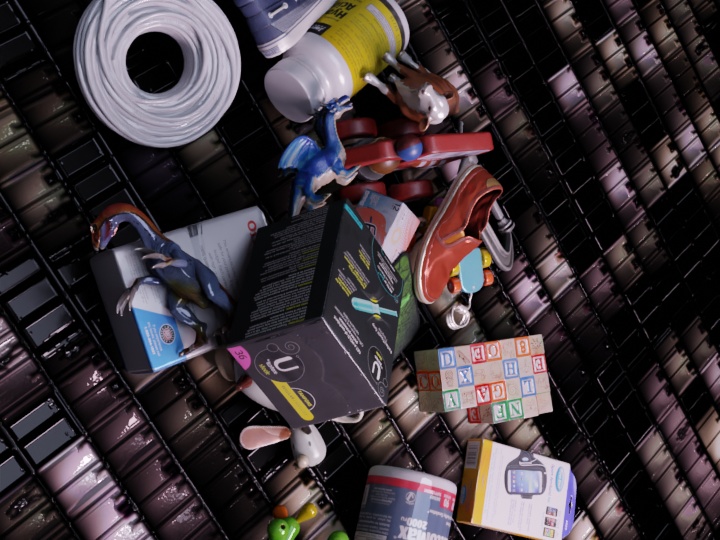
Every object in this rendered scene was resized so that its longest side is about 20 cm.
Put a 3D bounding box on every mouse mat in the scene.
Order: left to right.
[{"bbox_3d":[0.017,0.089,1.392,0.200,0.008,0.161,-48,145,-29],"label":"mouse mat"}]

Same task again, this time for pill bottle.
[{"bbox_3d":[-0.033,-0.284,1.408,0.200,0.111,0.111,-46,108,-31],"label":"pill bottle"},{"bbox_3d":[0.049,0.362,1.359,0.119,0.119,0.201,22,71,-30],"label":"pill bottle"}]

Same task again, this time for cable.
[{"bbox_3d":[-0.244,-0.250,1.264,0.199,0.069,0.201,26,86,-27],"label":"cable"}]

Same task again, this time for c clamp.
[{"bbox_3d":[0.184,-0.104,1.546,0.201,0.027,0.171,61,24,-21],"label":"c clamp"}]

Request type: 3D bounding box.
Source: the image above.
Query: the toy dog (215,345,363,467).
[{"bbox_3d":[-0.103,0.166,1.291,0.200,0.132,0.096,45,31,-11],"label":"toy dog"}]

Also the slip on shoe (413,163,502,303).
[{"bbox_3d":[0.129,-0.043,1.419,0.074,0.061,0.201,8,110,-56],"label":"slip on shoe"}]

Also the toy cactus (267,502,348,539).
[{"bbox_3d":[-0.109,0.374,1.280,0.199,0.102,0.166,-13,108,-37],"label":"toy cactus"}]

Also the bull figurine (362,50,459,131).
[{"bbox_3d":[0.076,-0.235,1.397,0.121,0.200,0.065,40,104,7],"label":"bull figurine"}]

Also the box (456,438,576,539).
[{"bbox_3d":[0.232,0.324,1.538,0.199,0.041,0.120,21,71,-32],"label":"box"}]

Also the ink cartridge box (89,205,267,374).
[{"bbox_3d":[-0.198,0.022,1.263,0.199,0.086,0.147,-20,94,-36],"label":"ink cartridge box"}]

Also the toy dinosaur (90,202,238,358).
[{"bbox_3d":[-0.215,0.002,1.182,0.182,0.105,0.200,62,23,0],"label":"toy dinosaur"}]

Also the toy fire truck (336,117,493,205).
[{"bbox_3d":[0.056,-0.156,1.414,0.199,0.168,0.113,-6,86,-35],"label":"toy fire truck"}]

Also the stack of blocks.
[{"bbox_3d":[0.177,0.160,1.513,0.199,0.058,0.116,-4,85,-35],"label":"stack of blocks"}]

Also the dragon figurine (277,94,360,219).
[{"bbox_3d":[-0.069,-0.128,1.317,0.099,0.059,0.200,44,80,3],"label":"dragon figurine"}]

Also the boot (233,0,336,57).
[{"bbox_3d":[-0.092,-0.363,1.375,0.091,0.072,0.200,59,36,-26],"label":"boot"}]

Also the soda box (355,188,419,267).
[{"bbox_3d":[0.000,0.000,1.373,0.201,0.063,0.068,-64,151,-8],"label":"soda box"}]

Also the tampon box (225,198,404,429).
[{"bbox_3d":[-0.046,0.048,1.202,0.150,0.126,0.201,56,29,-33],"label":"tampon box"}]

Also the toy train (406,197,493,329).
[{"bbox_3d":[0.097,-0.016,1.494,0.200,0.056,0.150,44,77,-26],"label":"toy train"}]
